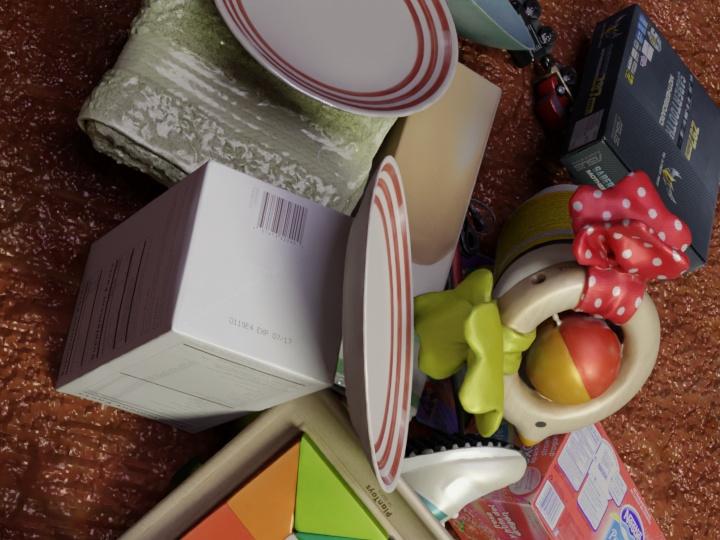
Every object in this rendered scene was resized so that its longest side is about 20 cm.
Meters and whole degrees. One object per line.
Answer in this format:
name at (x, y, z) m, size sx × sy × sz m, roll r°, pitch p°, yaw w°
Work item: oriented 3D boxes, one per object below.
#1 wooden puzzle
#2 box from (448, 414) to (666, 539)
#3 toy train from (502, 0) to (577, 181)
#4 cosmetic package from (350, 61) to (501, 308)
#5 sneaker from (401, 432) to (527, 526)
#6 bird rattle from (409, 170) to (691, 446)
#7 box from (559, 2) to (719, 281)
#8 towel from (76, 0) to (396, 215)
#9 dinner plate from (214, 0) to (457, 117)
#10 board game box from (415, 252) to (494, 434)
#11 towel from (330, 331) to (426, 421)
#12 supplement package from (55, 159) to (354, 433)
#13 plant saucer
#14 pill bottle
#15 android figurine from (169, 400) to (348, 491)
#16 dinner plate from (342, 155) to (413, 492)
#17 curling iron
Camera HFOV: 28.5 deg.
wooden puzzle at (-0.044, 0.198, 0.909) m, size 0.185 × 0.200 × 0.037 m, roll 50°, pitch 10°, yaw 0°
box at (0.150, 0.195, 1.062) m, size 0.103 × 0.094 × 0.201 m, roll -56°, pitch 128°, yaw -32°
toy train at (0.178, -0.147, 1.250) m, size 0.046 × 0.034 × 0.201 m, roll -32°, pitch 95°, yaw -33°
cosmetic package at (0.029, -0.054, 1.049) m, size 0.071 × 0.105 × 0.202 m, roll 29°, pitch 59°, yaw -19°
sneaker at (0.020, 0.169, 0.966) m, size 0.197 × 0.070 × 0.095 m, roll -9°, pitch 91°, yaw -10°
bird rattle at (0.137, 0.034, 0.951) m, size 0.199 × 0.113 × 0.164 m, roll -32°, pitch 127°, yaw -5°
box at (0.254, -0.115, 1.245) m, size 0.158 × 0.051 × 0.201 m, roll 46°, pitch 43°, yaw -24°
towel at (-0.080, -0.108, 0.981) m, size 0.199 × 0.036 × 0.149 m, roll 29°, pitch 69°, yaw -12°
dinner plate at (-0.021, -0.185, 0.995) m, size 0.198 × 0.024 × 0.202 m, roll 16°, pitch 52°, yaw -22°
board game box at (0.122, 0.066, 1.147) m, size 0.199 × 0.039 × 0.160 m, roll 25°, pitch 64°, yaw -26°
towel at (0.000, 0.000, 1.092) m, size 0.148 × 0.031 × 0.202 m, roll 26°, pitch 61°, yaw -22°
supplement package at (-0.103, 0.025, 0.911) m, size 0.113 × 0.199 × 0.111 m, roll 21°, pitch 66°, yaw -26°
plant saucer at (0.064, -0.245, 1.157) m, size 0.201 × 0.039 × 0.202 m, roll 43°, pitch 19°, yaw -19°
pill bottle at (0.157, 0.004, 1.082) m, size 0.113 × 0.112 × 0.200 m, roll 50°, pitch 20°, yaw -12°
android figurine at (-0.039, 0.186, 1.008) m, size 0.200 × 0.041 × 0.182 m, roll 46°, pitch 56°, yaw -12°
dinner plate at (0.010, 0.032, 0.856) m, size 0.024 × 0.200 × 0.203 m, roll -1°, pitch 73°, yaw 8°
curling iron at (0.084, 0.037, 1.101) m, size 0.049 × 0.025 × 0.202 m, roll 6°, pitch 77°, yaw -29°
